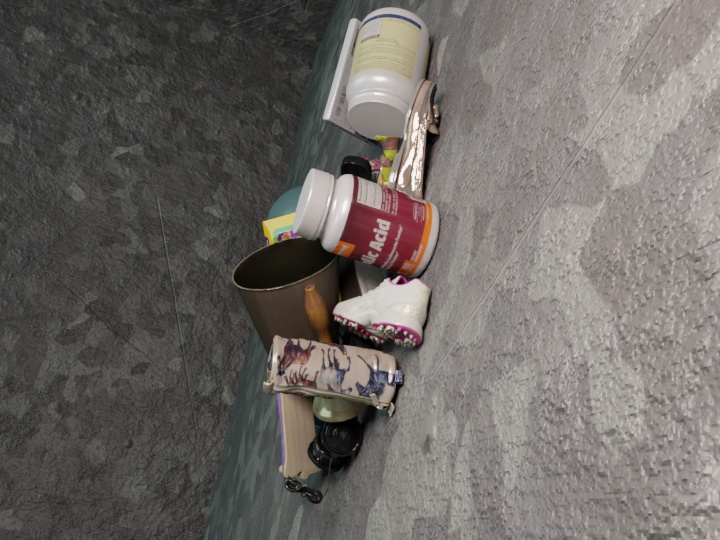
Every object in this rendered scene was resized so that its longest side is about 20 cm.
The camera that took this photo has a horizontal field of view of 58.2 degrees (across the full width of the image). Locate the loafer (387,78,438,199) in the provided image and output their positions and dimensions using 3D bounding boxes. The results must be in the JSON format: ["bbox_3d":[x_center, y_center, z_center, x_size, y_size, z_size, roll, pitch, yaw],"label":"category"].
[{"bbox_3d":[0.099,-0.208,1.050,0.072,0.061,0.205,33,-107,-70],"label":"loafer"}]

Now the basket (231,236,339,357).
[{"bbox_3d":[-0.102,0.073,1.039,0.135,0.177,0.205,36,141,50],"label":"basket"}]

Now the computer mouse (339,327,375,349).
[{"bbox_3d":[-0.025,0.107,1.100,0.200,0.033,0.060,44,138,47],"label":"computer mouse"}]

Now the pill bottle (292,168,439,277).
[{"bbox_3d":[0.007,-0.071,0.944,0.114,0.195,0.117,-164,90,-76],"label":"pill bottle"}]

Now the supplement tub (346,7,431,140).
[{"bbox_3d":[0.051,-0.362,1.204,0.145,0.141,0.205,139,145,-65],"label":"supplement tub"}]

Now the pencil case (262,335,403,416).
[{"bbox_3d":[-0.041,0.145,0.903,0.090,0.195,0.079,-103,29,-52],"label":"pencil case"}]

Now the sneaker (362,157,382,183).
[{"bbox_3d":[0.009,-0.177,1.316,0.200,0.073,0.083,134,149,-64],"label":"sneaker"}]

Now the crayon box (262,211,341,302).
[{"bbox_3d":[-0.091,-0.011,1.212,0.169,0.058,0.206,-10,91,37],"label":"crayon box"}]

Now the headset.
[{"bbox_3d":[-0.054,0.271,1.033,0.124,0.092,0.203,121,171,-47],"label":"headset"}]

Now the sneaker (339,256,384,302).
[{"bbox_3d":[0.000,0.000,1.095,0.072,0.084,0.205,-28,55,35],"label":"sneaker"}]

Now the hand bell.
[{"bbox_3d":[-0.051,0.115,0.974,0.105,0.101,0.205,-106,0,-65],"label":"hand bell"}]

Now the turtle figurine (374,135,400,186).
[{"bbox_3d":[0.044,-0.152,1.141,0.200,0.062,0.166,-41,-45,-75],"label":"turtle figurine"}]

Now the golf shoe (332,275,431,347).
[{"bbox_3d":[0.033,0.055,0.941,0.198,0.075,0.093,3,63,54],"label":"golf shoe"}]

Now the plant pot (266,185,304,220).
[{"bbox_3d":[-0.096,-0.096,1.388,0.134,0.195,0.206,156,129,-69],"label":"plant pot"}]

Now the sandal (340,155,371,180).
[{"bbox_3d":[-0.009,-0.144,1.236,0.201,0.073,0.049,75,-153,-64],"label":"sandal"}]

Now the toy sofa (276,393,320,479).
[{"bbox_3d":[-0.121,0.259,1.145,0.082,0.096,0.206,-9,87,52],"label":"toy sofa"}]

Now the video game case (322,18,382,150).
[{"bbox_3d":[0.016,-0.373,1.318,0.023,0.180,0.206,15,90,43],"label":"video game case"}]

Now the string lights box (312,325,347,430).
[{"bbox_3d":[-0.067,0.203,1.229,0.104,0.058,0.203,-93,23,-55],"label":"string lights box"}]
